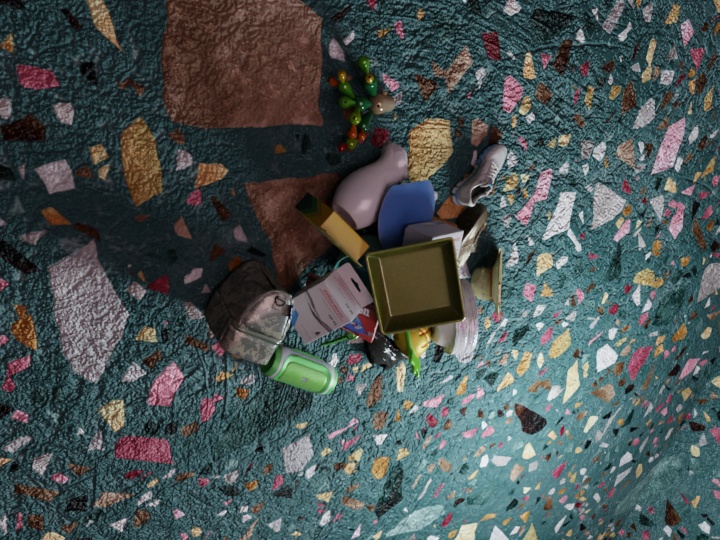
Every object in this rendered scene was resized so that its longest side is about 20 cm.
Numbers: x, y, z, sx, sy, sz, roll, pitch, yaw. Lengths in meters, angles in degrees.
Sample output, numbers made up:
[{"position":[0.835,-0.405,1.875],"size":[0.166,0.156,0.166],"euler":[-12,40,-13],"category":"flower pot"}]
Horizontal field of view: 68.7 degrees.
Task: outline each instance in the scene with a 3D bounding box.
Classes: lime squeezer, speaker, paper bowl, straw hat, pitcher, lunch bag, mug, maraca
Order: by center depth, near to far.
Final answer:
[{"position":[-0.236,0.084,1.161],"size":[0.138,0.200,0.169],"euler":[26,99,-34],"category":"lunch bag"},{"position":[0.036,-0.179,1.254],"size":[0.200,0.121,0.172],"euler":[-47,139,-16],"category":"pitcher"},{"position":[0.002,-0.009,1.293],"size":[0.182,0.115,0.154],"euler":[-6,125,20],"category":"mug"},{"position":[-0.022,0.146,1.325],"size":[0.070,0.038,0.200],"euler":[13,133,-34],"category":"lime squeezer"},{"position":[-0.154,0.254,1.347],"size":[0.199,0.088,0.089],"euler":[28,97,-34],"category":"speaker"},{"position":[0.141,0.185,1.430],"size":[0.105,0.203,0.137],"euler":[-11,156,18],"category":"maraca"},{"position":[0.244,0.127,1.440],"size":[0.103,0.201,0.204],"euler":[-3,114,-4],"category":"paper bowl"},{"position":[0.364,0.038,1.528],"size":[0.084,0.202,0.204],"euler":[2,118,18],"category":"straw hat"}]

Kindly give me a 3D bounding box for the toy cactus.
[{"position":[0.006,-0.369,1.176],"size":[0.164,0.102,0.203],"euler":[-16,117,-43],"category":"toy cactus"}]

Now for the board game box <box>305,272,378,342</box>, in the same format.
[{"position":[-0.047,0.089,1.276],"size":[0.019,0.198,0.104],"euler":[-44,154,-56],"category":"board game box"}]

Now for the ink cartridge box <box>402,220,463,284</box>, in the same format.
[{"position":[0.164,-0.008,1.282],"size":[0.146,0.082,0.203],"euler":[-15,120,-47],"category":"ink cartridge box"}]

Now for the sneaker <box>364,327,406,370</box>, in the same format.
[{"position":[0.044,0.210,1.445],"size":[0.091,0.076,0.200],"euler":[-41,121,3],"category":"sneaker"}]

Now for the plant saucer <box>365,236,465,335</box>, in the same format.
[{"position":[0.124,0.031,1.190],"size":[0.196,0.048,0.203],"euler":[-10,108,6],"category":"plant saucer"}]

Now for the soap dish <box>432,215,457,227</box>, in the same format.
[{"position":[0.168,-0.044,1.394],"size":[0.156,0.081,0.202],"euler":[14,105,-32],"category":"soap dish"}]

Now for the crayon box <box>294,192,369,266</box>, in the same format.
[{"position":[-0.059,-0.093,1.177],"size":[0.051,0.200,0.127],"euler":[-47,124,-1],"category":"crayon box"}]

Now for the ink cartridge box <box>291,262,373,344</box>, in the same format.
[{"position":[-0.080,0.078,1.234],"size":[0.199,0.067,0.117],"euler":[-30,98,34],"category":"ink cartridge box"}]

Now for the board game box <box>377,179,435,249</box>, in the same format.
[{"position":[0.099,-0.134,1.253],"size":[0.198,0.039,0.160],"euler":[-16,120,-41],"category":"board game box"}]

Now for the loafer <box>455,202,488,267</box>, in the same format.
[{"position":[0.290,-0.091,1.448],"size":[0.067,0.076,0.201],"euler":[21,110,-34],"category":"loafer"}]

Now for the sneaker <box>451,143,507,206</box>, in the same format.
[{"position":[0.333,-0.245,1.394],"size":[0.075,0.087,0.201],"euler":[37,90,-33],"category":"sneaker"}]
